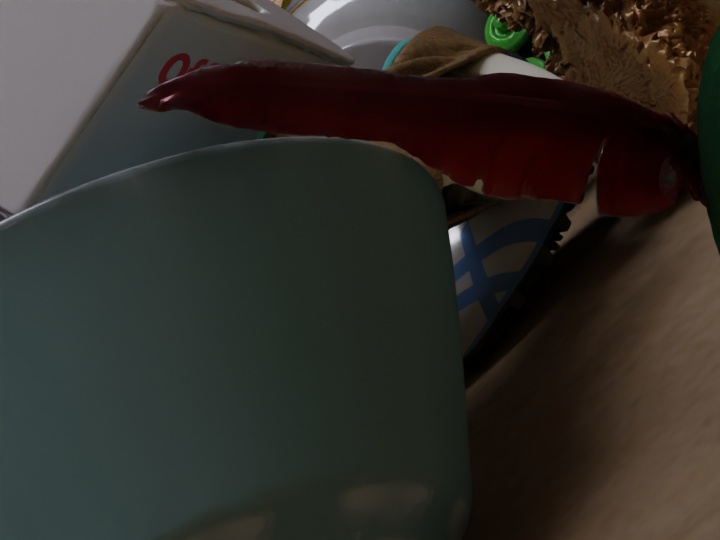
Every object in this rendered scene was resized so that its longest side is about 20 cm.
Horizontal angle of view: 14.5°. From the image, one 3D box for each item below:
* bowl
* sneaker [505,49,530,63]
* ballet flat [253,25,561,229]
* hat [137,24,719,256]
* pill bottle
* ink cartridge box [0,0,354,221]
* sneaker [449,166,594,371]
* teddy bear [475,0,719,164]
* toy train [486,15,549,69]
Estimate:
[{"bbox_3d":[-0.049,0.061,0.792,0.201,0.105,0.201,-20,-23,-9],"label":"bowl"},{"bbox_3d":[0.000,0.000,1.080,0.200,0.070,0.082,-49,1,30],"label":"sneaker"},{"bbox_3d":[0.030,-0.042,0.911,0.072,0.068,0.200,-3,8,20],"label":"ballet flat"},{"bbox_3d":[0.090,-0.060,0.635,0.166,0.176,0.200,-41,11,23],"label":"hat"},{"bbox_3d":[0.013,-0.078,1.210,0.113,0.113,0.200,-43,10,12],"label":"pill bottle"},{"bbox_3d":[-0.109,-0.016,0.899,0.200,0.083,0.145,-55,-21,10],"label":"ink cartridge box"},{"bbox_3d":[-0.001,0.017,1.007,0.200,0.072,0.072,-42,9,13],"label":"sneaker"},{"bbox_3d":[0.072,-0.127,0.966,0.067,0.200,0.145,-23,-29,-33],"label":"teddy bear"},{"bbox_3d":[0.069,-0.140,1.133,0.056,0.042,0.200,-32,54,28],"label":"toy train"}]
